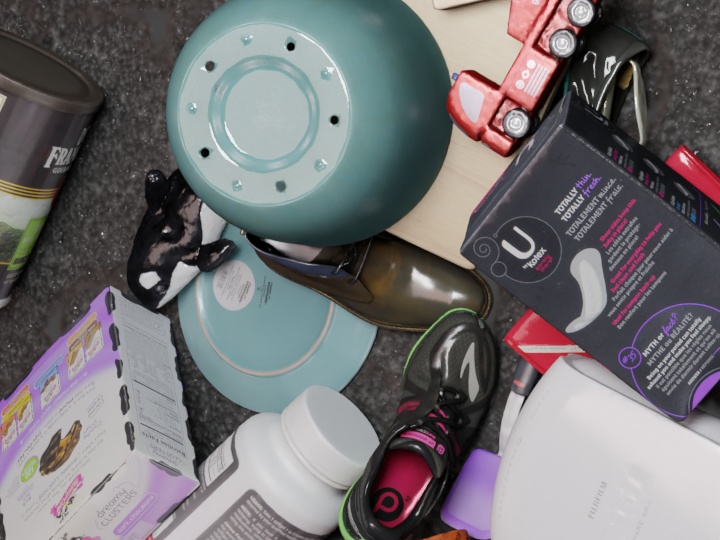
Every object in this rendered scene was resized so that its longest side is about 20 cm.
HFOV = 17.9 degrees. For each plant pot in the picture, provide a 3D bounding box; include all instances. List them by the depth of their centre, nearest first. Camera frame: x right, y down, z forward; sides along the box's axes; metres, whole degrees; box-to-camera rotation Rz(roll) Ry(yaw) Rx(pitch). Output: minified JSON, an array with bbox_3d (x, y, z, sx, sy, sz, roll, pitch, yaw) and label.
[{"bbox_3d":[-0.047,-0.112,1.610,0.199,0.161,0.202,1,95,13],"label":"plant pot"}]

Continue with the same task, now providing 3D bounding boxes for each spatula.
[{"bbox_3d":[0.117,0.108,1.739,0.056,0.020,0.201,25,102,30],"label":"spatula"}]

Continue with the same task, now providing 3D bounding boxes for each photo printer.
[{"bbox_3d":[0.193,0.164,1.658,0.199,0.069,0.167,28,107,25],"label":"photo printer"}]

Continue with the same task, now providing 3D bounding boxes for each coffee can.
[{"bbox_3d":[-0.323,-0.089,1.933,0.146,0.146,0.201,36,107,26],"label":"coffee can"}]

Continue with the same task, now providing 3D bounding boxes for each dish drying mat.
[{"bbox_3d":[0.196,0.005,1.678,0.077,0.018,0.200,41,111,-2],"label":"dish drying mat"}]

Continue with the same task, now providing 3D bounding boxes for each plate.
[{"bbox_3d":[-0.073,0.017,1.852,0.199,0.026,0.202,0,90,31],"label":"plate"}]

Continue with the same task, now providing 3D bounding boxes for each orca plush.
[{"bbox_3d":[-0.137,-0.061,1.845,0.200,0.071,0.106,-43,43,24],"label":"orca plush"}]

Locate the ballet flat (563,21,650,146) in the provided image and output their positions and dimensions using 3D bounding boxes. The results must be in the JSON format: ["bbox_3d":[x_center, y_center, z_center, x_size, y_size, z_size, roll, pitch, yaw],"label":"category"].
[{"bbox_3d":[0.171,-0.082,1.684,0.068,0.068,0.202,13,97,23],"label":"ballet flat"}]

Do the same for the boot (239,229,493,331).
[{"bbox_3d":[0.000,0.000,1.752,0.199,0.097,0.075,16,89,16],"label":"boot"}]

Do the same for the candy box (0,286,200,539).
[{"bbox_3d":[-0.219,0.143,1.858,0.168,0.071,0.201,-45,36,23],"label":"candy box"}]

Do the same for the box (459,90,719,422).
[{"bbox_3d":[0.185,-0.011,1.606,0.200,0.106,0.122,38,109,-5],"label":"box"}]

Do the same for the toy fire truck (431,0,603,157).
[{"bbox_3d":[0.100,-0.198,1.625,0.141,0.049,0.201,32,102,9],"label":"toy fire truck"}]

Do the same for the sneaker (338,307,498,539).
[{"bbox_3d":[0.053,0.124,1.717,0.076,0.084,0.201,26,80,-10],"label":"sneaker"}]

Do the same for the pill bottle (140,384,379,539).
[{"bbox_3d":[-0.078,0.183,1.805,0.200,0.110,0.111,-44,69,23],"label":"pill bottle"}]

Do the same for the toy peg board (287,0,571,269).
[{"bbox_3d":[0.045,-0.135,1.719,0.199,0.098,0.200,25,100,10],"label":"toy peg board"}]

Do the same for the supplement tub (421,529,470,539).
[{"bbox_3d":[0.067,0.304,1.710,0.122,0.122,0.201,-25,78,28],"label":"supplement tub"}]
